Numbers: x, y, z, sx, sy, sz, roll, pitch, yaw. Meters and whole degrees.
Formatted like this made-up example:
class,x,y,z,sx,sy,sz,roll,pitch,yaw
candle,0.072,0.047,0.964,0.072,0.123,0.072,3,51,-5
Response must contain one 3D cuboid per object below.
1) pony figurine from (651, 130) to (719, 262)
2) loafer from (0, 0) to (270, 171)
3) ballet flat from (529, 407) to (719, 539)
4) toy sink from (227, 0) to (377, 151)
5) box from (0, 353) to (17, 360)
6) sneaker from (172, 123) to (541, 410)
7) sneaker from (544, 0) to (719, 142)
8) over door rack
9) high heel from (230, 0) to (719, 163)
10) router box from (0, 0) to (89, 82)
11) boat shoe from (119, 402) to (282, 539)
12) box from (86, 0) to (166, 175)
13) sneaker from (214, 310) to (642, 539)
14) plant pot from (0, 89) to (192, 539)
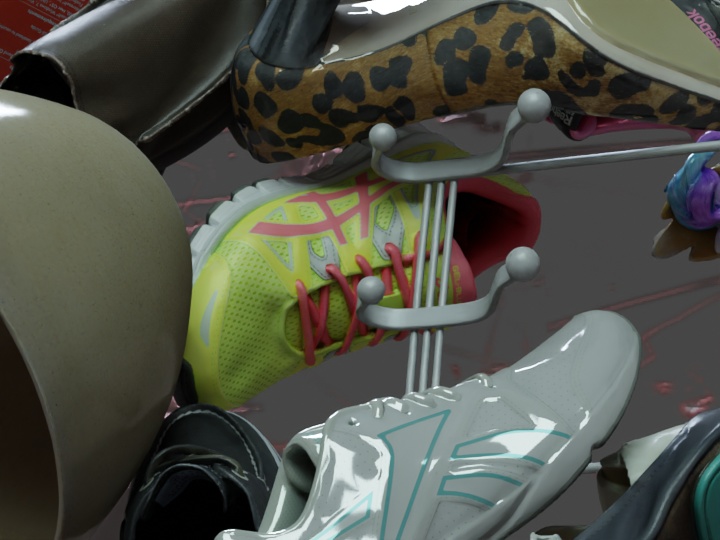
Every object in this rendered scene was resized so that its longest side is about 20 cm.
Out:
class,x,y,z,sx,sy,sz,roll,pitch,yaw
pony figurine,0.230,-0.070,1.242,0.200,0.167,0.193,-36,10,-32
loafer,-0.106,-0.071,1.228,0.073,0.071,0.200,43,82,13
ballet flat,0.098,0.093,1.034,0.073,0.073,0.200,19,44,35
toy sink,-0.008,-0.137,1.346,0.112,0.131,0.200,22,23,-38
box,-0.186,-0.001,1.297,0.119,0.042,0.200,-31,42,-32
sneaker,0.000,0.000,1.222,0.090,0.078,0.200,20,41,33
sneaker,0.093,-0.101,1.372,0.199,0.079,0.096,7,47,24
over door rack,0.093,0.008,1.140,0.199,0.067,0.148,0,67,13
high heel,0.051,-0.069,1.210,0.199,0.143,0.072,25,38,-5
router box,-0.178,-0.172,1.374,0.049,0.180,0.200,26,1,-40
boat shoe,-0.059,0.100,1.087,0.070,0.066,0.200,-5,33,5
box,-0.131,-0.113,1.357,0.036,0.143,0.200,24,1,-40
sneaker,0.023,0.068,1.028,0.080,0.070,0.200,46,60,3
plant pot,-0.141,0.010,1.125,0.200,0.201,0.134,18,38,34
